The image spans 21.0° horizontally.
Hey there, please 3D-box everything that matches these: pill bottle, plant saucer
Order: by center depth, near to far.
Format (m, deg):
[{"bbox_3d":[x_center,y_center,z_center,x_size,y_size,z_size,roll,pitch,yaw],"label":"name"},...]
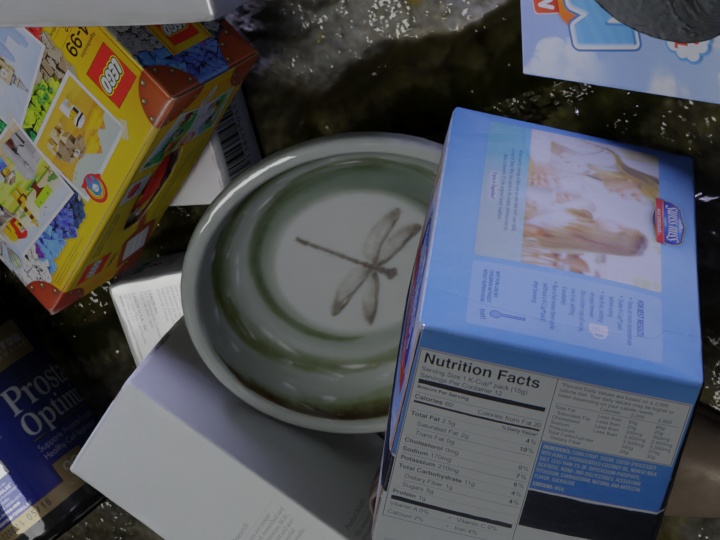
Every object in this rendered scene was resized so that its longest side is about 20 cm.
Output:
[{"bbox_3d":[0.000,0.000,1.076,0.198,0.050,0.201,-2,126,-3],"label":"plant saucer"},{"bbox_3d":[-0.252,0.090,1.303,0.200,0.112,0.112,52,133,-1],"label":"pill bottle"}]

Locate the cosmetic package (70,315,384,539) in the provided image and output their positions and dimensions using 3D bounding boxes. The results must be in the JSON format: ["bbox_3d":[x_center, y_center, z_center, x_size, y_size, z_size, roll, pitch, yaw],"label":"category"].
[{"bbox_3d":[-0.054,0.123,1.132,0.199,0.113,0.081,35,118,3],"label":"cosmetic package"}]

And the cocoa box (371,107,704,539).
[{"bbox_3d":[0.087,0.033,0.943,0.132,0.201,0.132,12,124,0],"label":"cocoa box"}]

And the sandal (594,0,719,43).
[{"bbox_3d":[0.096,-0.180,0.890,0.201,0.048,0.075,51,132,3],"label":"sandal"}]

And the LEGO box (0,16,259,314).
[{"bbox_3d":[-0.166,-0.097,1.097,0.149,0.077,0.200,46,135,9],"label":"LEGO box"}]

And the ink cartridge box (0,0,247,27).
[{"bbox_3d":[-0.086,-0.220,0.946,0.145,0.200,0.148,3,117,33],"label":"ink cartridge box"}]

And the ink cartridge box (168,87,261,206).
[{"bbox_3d":[-0.163,-0.119,1.165,0.199,0.057,0.164,-3,113,32],"label":"ink cartridge box"}]

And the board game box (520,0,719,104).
[{"bbox_3d":[0.167,-0.154,0.910,0.199,0.037,0.152,13,122,31],"label":"board game box"}]

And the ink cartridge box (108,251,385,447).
[{"bbox_3d":[-0.038,0.058,1.187,0.199,0.050,0.162,-11,109,20],"label":"ink cartridge box"}]

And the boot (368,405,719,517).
[{"bbox_3d":[0.108,0.119,1.030,0.199,0.146,0.071,11,117,27],"label":"boot"}]
